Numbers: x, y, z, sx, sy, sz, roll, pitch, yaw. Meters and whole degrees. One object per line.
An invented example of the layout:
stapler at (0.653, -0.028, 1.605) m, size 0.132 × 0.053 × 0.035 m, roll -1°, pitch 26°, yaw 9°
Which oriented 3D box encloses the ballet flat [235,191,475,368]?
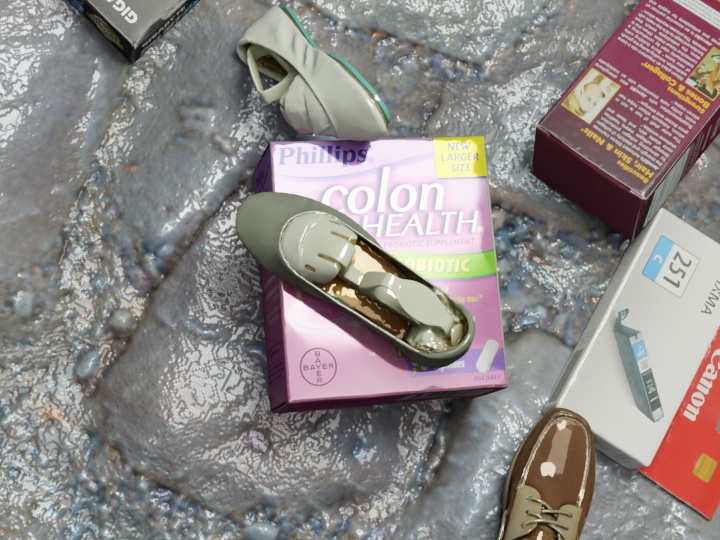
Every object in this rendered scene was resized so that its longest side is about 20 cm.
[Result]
ballet flat at (0.000, 0.000, 1.017) m, size 0.199 × 0.064 × 0.068 m, roll 34°, pitch 75°, yaw -4°

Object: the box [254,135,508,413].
box at (0.013, 0.004, 1.101) m, size 0.174 × 0.097 × 0.203 m, roll -2°, pitch 80°, yaw -13°

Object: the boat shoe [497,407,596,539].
boat shoe at (0.143, 0.208, 1.092) m, size 0.075 × 0.072 × 0.202 m, roll 16°, pitch 85°, yaw -1°

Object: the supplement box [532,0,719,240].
supplement box at (0.246, -0.142, 1.169) m, size 0.110 × 0.086 × 0.200 m, roll 36°, pitch 74°, yaw 17°

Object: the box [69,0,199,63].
box at (-0.186, -0.309, 1.139) m, size 0.200 × 0.050 × 0.199 m, roll 45°, pitch 73°, yaw -1°

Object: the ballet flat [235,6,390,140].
ballet flat at (-0.043, -0.143, 1.088) m, size 0.069 × 0.200 × 0.070 m, roll -15°, pitch 127°, yaw -21°

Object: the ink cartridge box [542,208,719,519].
ink cartridge box at (0.274, 0.079, 1.173) m, size 0.175 × 0.045 × 0.201 m, roll 32°, pitch 75°, yaw -4°
